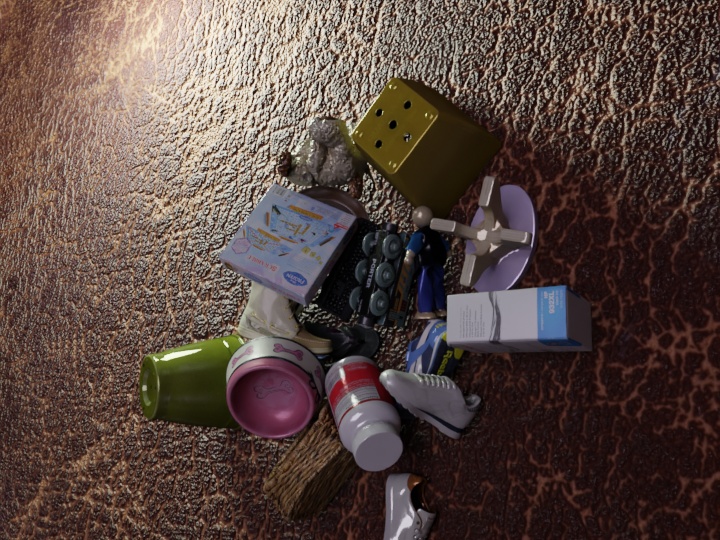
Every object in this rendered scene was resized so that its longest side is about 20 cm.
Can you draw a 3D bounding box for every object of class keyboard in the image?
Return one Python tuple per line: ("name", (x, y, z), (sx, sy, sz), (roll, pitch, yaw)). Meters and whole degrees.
("keyboard", (0.000, 0.000, 1.302), (0.103, 0.040, 0.202), (27, 78, -6))

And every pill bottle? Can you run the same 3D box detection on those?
("pill bottle", (0.007, 0.252, 1.189), (0.113, 0.112, 0.201), (-50, 30, 14))

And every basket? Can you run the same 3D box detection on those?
("basket", (-0.103, 0.350, 1.267), (0.149, 0.142, 0.201), (45, 104, 32))

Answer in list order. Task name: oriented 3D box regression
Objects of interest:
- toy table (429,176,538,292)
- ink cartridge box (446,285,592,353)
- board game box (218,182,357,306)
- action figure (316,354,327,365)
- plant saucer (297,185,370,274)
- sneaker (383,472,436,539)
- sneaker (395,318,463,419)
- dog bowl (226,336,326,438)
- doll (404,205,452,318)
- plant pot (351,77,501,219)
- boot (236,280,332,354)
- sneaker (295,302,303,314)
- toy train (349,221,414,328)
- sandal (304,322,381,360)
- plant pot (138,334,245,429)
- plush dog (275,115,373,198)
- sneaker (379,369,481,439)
("toy table", (0.224, -0.061, 1.157), (0.182, 0.117, 0.203), (-2, 79, 34))
("ink cartridge box", (0.257, 0.085, 1.083), (0.198, 0.145, 0.085), (-6, 75, 33))
("board game box", (-0.137, -0.055, 1.294), (0.198, 0.041, 0.201), (24, 63, 19))
("action figure", (-0.164, 0.206, 1.365), (0.198, 0.104, 0.196), (-6, 90, 41))
("plant saucer", (-0.077, -0.078, 1.364), (0.197, 0.032, 0.203), (1, 65, -2))
("sneaker", (0.089, 0.456, 1.155), (0.084, 0.072, 0.203), (-13, 71, 33))
("sneaker", (0.116, 0.177, 1.204), (0.202, 0.073, 0.082), (-62, 36, 15))
("dog bowl", (-0.163, 0.229, 1.259), (0.200, 0.200, 0.074), (-39, 19, 20))
("doll", (0.121, -0.016, 1.210), (0.048, 0.135, 0.203), (-5, 89, 43))
("plant pot", (0.103, -0.238, 1.242), (0.201, 0.176, 0.200), (-51, 58, 13))
("boot", (-0.136, 0.075, 1.308), (0.197, 0.072, 0.157), (13, 87, 15))
("sneaker", (-0.138, 0.017, 1.392), (0.076, 0.080, 0.202), (32, 96, 49))
("toy train", (0.051, 0.015, 1.258), (0.085, 0.113, 0.203), (7, 81, 48))
("sandal", (-0.050, 0.143, 1.336), (0.198, 0.048, 0.076), (1, 79, 35))
("plant pot", (-0.350, 0.238, 1.391), (0.199, 0.191, 0.204), (-4, 86, 55))
("plush dog", (-0.079, -0.218, 1.360), (0.170, 0.199, 0.163), (-5, 93, 25))
("sneaker", (0.117, 0.206, 1.130), (0.081, 0.199, 0.077), (-52, 30, 10))
